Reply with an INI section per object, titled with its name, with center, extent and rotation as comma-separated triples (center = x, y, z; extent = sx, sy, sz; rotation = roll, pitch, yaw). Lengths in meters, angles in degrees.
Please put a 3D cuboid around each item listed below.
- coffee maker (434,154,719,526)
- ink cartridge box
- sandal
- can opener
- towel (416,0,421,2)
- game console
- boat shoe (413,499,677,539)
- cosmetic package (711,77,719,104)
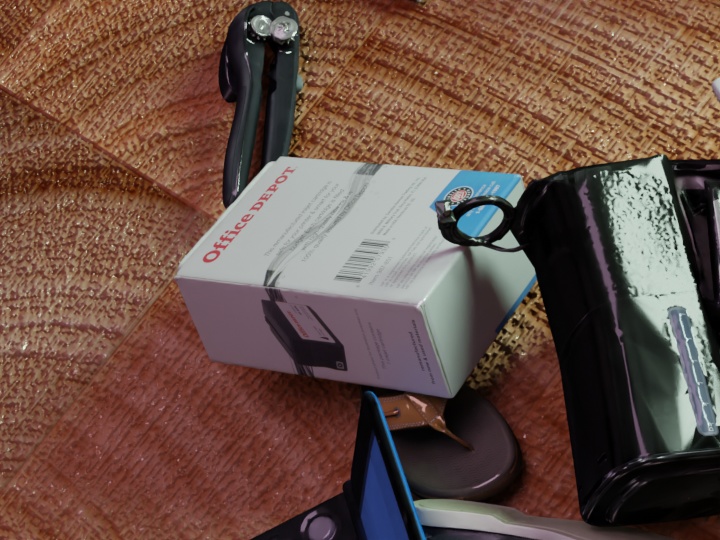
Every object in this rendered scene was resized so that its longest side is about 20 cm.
[coffee maker]
center = 0.160, 0.048, 1.110
extent = 0.192, 0.135, 0.201
rotation = -13, 63, 10
[ink cartridge box]
center = 0.000, 0.000, 1.243
extent = 0.200, 0.084, 0.145
rotation = 7, 41, 33
[sandal]
center = 0.037, 0.078, 1.233
extent = 0.082, 0.055, 0.200
rotation = -32, 49, 5
[can opener]
center = -0.076, -0.127, 1.438
extent = 0.063, 0.079, 0.200
rotation = 5, 59, -13
[towel]
center = 0.024, -0.306, 1.513
extent = 0.200, 0.023, 0.153
rotation = 33, 79, 41
[game console]
center = -0.018, 0.208, 1.140
extent = 0.170, 0.118, 0.200
rotation = -28, 50, 11
[boat shoe]
center = 0.119, 0.185, 1.114
extent = 0.199, 0.074, 0.066
rotation = 7, 92, 23
[cosmetic package]
center = 0.333, -0.036, 1.069
extent = 0.167, 0.166, 0.200
rotation = -27, 52, 11
